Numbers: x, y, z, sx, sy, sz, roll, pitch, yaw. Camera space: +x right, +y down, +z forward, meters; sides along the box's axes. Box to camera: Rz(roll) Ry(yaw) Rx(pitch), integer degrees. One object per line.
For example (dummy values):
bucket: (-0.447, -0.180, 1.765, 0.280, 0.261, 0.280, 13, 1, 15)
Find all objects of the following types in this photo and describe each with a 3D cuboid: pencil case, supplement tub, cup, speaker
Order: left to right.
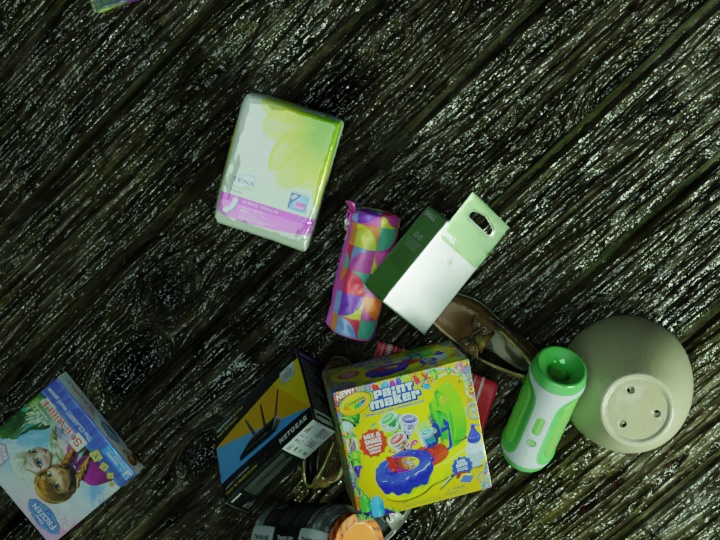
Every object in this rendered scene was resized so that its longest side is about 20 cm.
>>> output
supplement tub: (-0.064, 0.408, 1.563, 0.199, 0.122, 0.124, -14, 100, 49)
pencil case: (0.000, 0.000, 1.551, 0.087, 0.088, 0.203, 11, 100, 5)
speaker: (0.260, 0.201, 1.507, 0.087, 0.089, 0.202, 16, 134, 4)
cup: (0.385, 0.179, 1.500, 0.197, 0.143, 0.204, 1, 100, 7)

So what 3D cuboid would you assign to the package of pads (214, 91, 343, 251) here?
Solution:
package of pads: (-0.123, -0.148, 1.550, 0.152, 0.068, 0.203, 18, 101, 3)

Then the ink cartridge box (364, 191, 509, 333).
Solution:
ink cartridge box: (0.111, -0.020, 1.513, 0.201, 0.059, 0.104, -51, 128, 2)

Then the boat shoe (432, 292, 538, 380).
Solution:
boat shoe: (0.181, 0.094, 1.550, 0.198, 0.068, 0.073, 28, 102, 2)

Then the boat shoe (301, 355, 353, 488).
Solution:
boat shoe: (-0.046, 0.233, 1.588, 0.071, 0.068, 0.204, 11, 100, 29)

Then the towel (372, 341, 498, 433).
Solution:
towel: (0.099, 0.206, 1.604, 0.197, 0.022, 0.147, 19, 101, 4)

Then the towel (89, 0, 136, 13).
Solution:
towel: (-0.326, -0.475, 1.543, 0.197, 0.023, 0.146, -16, 98, 10)

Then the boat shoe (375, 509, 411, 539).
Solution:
boat shoe: (0.019, 0.402, 1.629, 0.067, 0.057, 0.201, 38, 102, 0)

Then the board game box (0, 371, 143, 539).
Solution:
board game box: (-0.484, 0.302, 1.686, 0.199, 0.041, 0.201, -40, 93, 12)

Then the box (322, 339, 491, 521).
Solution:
box: (0.064, 0.226, 1.509, 0.197, 0.122, 0.196, -14, 101, -7)

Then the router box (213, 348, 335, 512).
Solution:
router box: (-0.132, 0.238, 1.564, 0.051, 0.150, 0.200, 32, 113, -34)
